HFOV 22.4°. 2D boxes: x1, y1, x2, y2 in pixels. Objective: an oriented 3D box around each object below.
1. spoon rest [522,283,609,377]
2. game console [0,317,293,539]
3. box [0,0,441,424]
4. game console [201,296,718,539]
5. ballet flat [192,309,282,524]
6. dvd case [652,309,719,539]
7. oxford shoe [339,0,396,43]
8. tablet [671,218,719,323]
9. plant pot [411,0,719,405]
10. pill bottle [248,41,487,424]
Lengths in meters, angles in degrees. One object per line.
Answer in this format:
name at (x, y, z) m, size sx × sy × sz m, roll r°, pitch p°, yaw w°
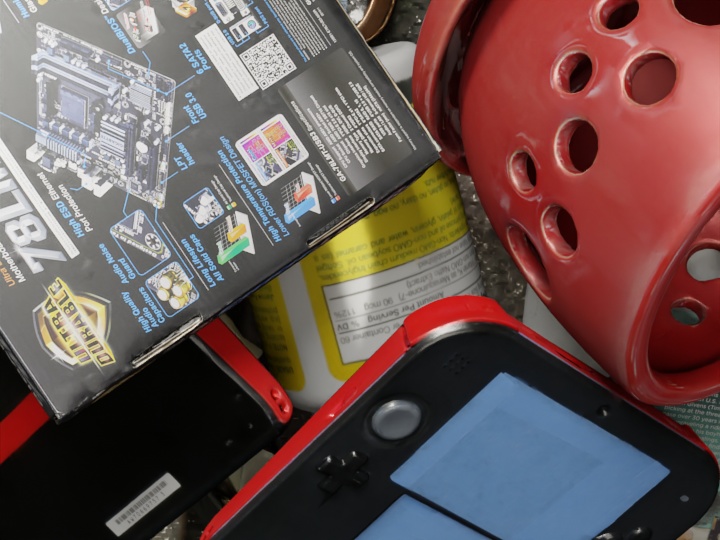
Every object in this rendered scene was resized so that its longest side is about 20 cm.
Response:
spoon rest at (0.114, 0.039, 0.919) m, size 0.099 × 0.061 × 0.201 m, roll 25°, pitch 89°, yaw -21°
game console at (-0.147, 0.052, 0.850) m, size 0.177 × 0.031 × 0.200 m, roll 45°, pitch 126°, yaw -7°
box at (-0.101, -0.072, 0.765) m, size 0.198 × 0.050 × 0.200 m, roll -35°, pitch 90°, yaw -13°
game console at (0.052, 0.109, 0.830) m, size 0.200 × 0.031 × 0.177 m, roll 32°, pitch 110°, yaw -34°
ballet flat at (-0.073, 0.057, 0.879) m, size 0.068 × 0.068 × 0.201 m, roll -39°, pitch 127°, yaw -17°
dvd case at (0.203, 0.121, 0.922) m, size 0.145 × 0.022 × 0.201 m, roll 9°, pitch 120°, yaw -2°
oxford shoe at (-0.002, -0.205, 0.862) m, size 0.071 × 0.071 × 0.201 m, roll -1°, pitch 100°, yaw 1°
tablet at (0.224, 0.051, 0.914) m, size 0.129 × 0.014 × 0.201 m, roll -22°, pitch 115°, yaw 1°
plant pot at (0.132, -0.070, 0.791) m, size 0.201 × 0.200 × 0.182 m, roll -50°, pitch 59°, yaw 8°
pill bottle at (0.000, 0.000, 0.879) m, size 0.114 × 0.114 × 0.201 m, roll -14°, pitch 101°, yaw 3°
